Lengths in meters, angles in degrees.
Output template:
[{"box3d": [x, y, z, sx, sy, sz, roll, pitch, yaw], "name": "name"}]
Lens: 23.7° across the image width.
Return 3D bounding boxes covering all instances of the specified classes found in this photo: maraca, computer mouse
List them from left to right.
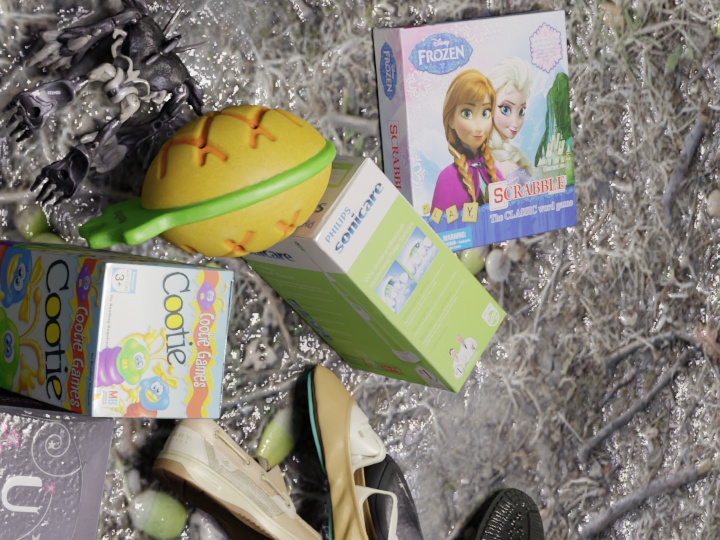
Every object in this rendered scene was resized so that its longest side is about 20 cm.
[{"box3d": [-0.112, -0.059, 1.267, 0.198, 0.137, 0.108, -21, 103, -12], "name": "maraca"}, {"box3d": [0.042, 0.257, 1.462, 0.046, 0.140, 0.202, -22, 109, -19], "name": "computer mouse"}]

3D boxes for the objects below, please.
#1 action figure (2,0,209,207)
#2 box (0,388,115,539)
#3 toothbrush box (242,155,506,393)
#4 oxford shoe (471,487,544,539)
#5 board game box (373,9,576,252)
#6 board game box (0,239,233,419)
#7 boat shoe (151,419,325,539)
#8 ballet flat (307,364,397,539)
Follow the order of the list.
[{"box3d": [-0.190, -0.133, 1.261, 0.120, 0.101, 0.200, 61, 33, -16], "name": "action figure"}, {"box3d": [-0.269, 0.188, 1.218, 0.131, 0.114, 0.202, 10, 88, -39], "name": "box"}, {"box3d": [0.000, 0.000, 1.391, 0.200, 0.145, 0.086, 45, 69, -32], "name": "toothbrush box"}, {"box3d": [0.112, 0.291, 1.566, 0.072, 0.084, 0.201, 30, 56, -12], "name": "oxford shoe"}, {"box3d": [0.106, -0.124, 1.528, 0.199, 0.041, 0.202, -13, 103, -37], "name": "board game box"}, {"box3d": [-0.190, 0.039, 1.211, 0.102, 0.199, 0.106, 5, 92, -38], "name": "board game box"}, {"box3d": [-0.085, 0.182, 1.392, 0.200, 0.072, 0.065, 42, 61, -36], "name": "boat shoe"}, {"box3d": [-0.002, 0.176, 1.432, 0.069, 0.062, 0.202, 31, 51, -75], "name": "ballet flat"}]
